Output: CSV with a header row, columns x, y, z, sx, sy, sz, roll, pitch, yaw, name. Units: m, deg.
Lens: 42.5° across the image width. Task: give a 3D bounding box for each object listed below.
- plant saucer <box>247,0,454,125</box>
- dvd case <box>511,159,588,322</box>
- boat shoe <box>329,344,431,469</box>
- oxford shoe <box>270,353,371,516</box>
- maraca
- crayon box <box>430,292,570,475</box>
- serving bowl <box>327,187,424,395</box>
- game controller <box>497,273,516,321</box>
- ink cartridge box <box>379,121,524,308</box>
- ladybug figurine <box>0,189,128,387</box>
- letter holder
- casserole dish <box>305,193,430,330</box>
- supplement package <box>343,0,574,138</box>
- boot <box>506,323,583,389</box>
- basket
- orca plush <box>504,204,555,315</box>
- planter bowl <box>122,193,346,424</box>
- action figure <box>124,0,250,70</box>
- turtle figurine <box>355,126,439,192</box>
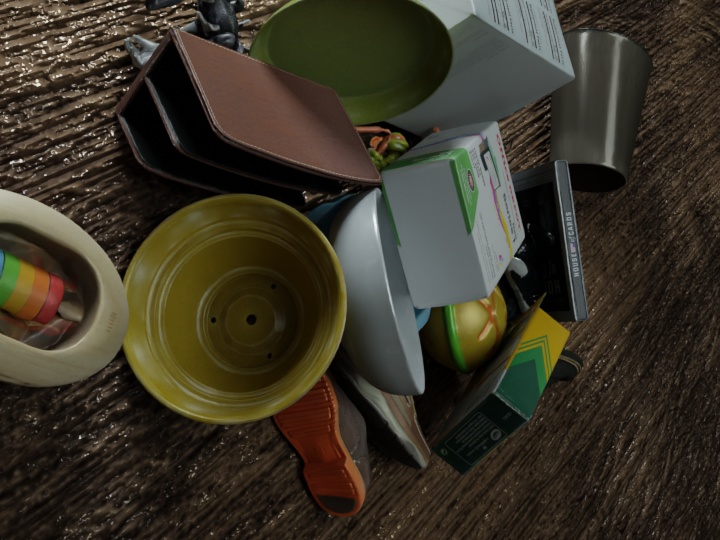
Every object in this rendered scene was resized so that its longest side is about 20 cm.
x,y,z,sx,sy,sz,roll,pitch,yaw,name
-0.010,-0.212,0.903,0.200,0.200,0.031,24,52,-44,plant saucer
0.232,-0.032,1.206,0.025,0.150,0.200,-6,88,-22,dvd case
0.029,0.135,0.992,0.072,0.076,0.200,-49,125,-26,boat shoe
-0.038,0.147,0.943,0.073,0.071,0.200,-48,127,-59,oxford shoe
0.122,0.053,1.105,0.200,0.107,0.137,-4,89,-74,maraca
0.166,0.126,1.052,0.052,0.126,0.200,39,41,1,crayon box
0.008,0.026,0.879,0.200,0.066,0.200,-13,90,-83,serving bowl
0.156,-0.032,1.183,0.200,0.042,0.104,66,26,-16,game controller
0.103,-0.065,0.978,0.200,0.084,0.145,-44,121,-62,ink cartridge box
-0.268,0.014,0.693,0.200,0.072,0.136,37,59,-39,ladybug figurine
-0.095,-0.110,0.841,0.200,0.101,0.142,10,42,-47,letter holder
0.000,0.000,0.987,0.121,0.039,0.200,-45,121,-2,casserole dish
0.096,-0.263,1.038,0.200,0.191,0.147,13,60,-47,supplement package
0.221,0.158,1.234,0.200,0.077,0.138,26,83,-50,boot
0.351,-0.228,1.383,0.180,0.136,0.200,22,71,-40,basket
0.208,-0.019,1.148,0.105,0.071,0.200,-32,105,-64,orca plush
-0.106,0.038,0.829,0.083,0.200,0.201,59,32,-77,planter bowl
-0.167,-0.247,0.833,0.200,0.102,0.119,39,43,-69,action figure
0.030,-0.089,1.049,0.200,0.064,0.162,3,89,-56,turtle figurine
